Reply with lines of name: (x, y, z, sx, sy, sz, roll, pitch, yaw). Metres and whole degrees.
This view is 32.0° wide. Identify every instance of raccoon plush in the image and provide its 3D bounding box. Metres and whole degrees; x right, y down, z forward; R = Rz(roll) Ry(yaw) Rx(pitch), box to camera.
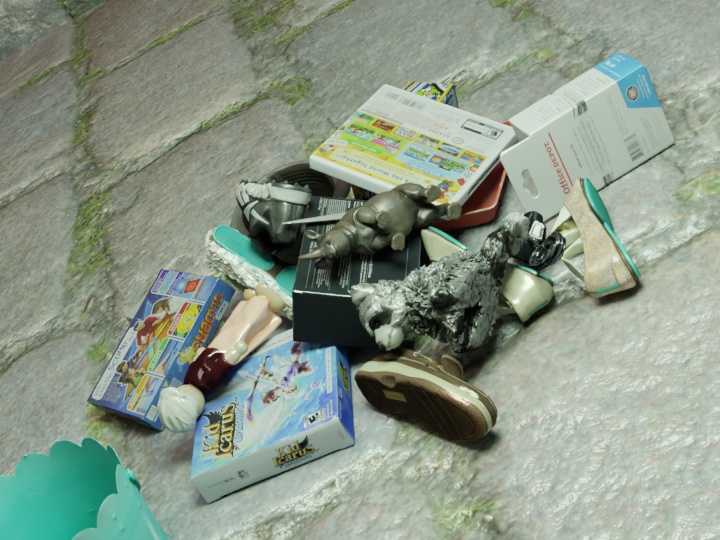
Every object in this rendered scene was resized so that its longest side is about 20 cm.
raccoon plush: (0.084, 0.014, 1.341, 0.134, 0.097, 0.200, 11, 39, 35)

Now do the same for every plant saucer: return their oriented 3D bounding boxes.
plant saucer: (0.108, -0.107, 1.628, 0.200, 0.037, 0.200, -12, 34, 27)

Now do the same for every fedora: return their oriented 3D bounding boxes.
fedora: (-0.080, -0.062, 1.671, 0.177, 0.090, 0.200, -36, 34, -8)

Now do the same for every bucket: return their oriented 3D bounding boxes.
bucket: (-0.305, 0.288, 1.300, 0.207, 0.135, 0.207, -21, 31, 14)

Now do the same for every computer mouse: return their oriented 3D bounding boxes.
computer mouse: (0.199, -0.028, 1.371, 0.059, 0.034, 0.200, -61, 8, 6)

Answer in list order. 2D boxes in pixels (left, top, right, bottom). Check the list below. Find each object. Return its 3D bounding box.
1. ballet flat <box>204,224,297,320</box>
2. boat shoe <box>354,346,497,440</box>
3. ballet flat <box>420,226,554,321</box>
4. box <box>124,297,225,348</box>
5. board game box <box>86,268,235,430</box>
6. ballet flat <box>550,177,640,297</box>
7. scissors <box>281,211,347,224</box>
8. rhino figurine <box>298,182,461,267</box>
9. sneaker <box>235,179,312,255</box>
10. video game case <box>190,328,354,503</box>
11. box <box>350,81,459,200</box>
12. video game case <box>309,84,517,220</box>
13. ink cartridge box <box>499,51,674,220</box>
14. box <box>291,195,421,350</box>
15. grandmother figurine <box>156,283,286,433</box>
ballet flat: (-0.112, 0.016, 1.561, 0.200, 0.072, 0.072, 35, 61, 13)
boat shoe: (0.077, 0.114, 1.289, 0.075, 0.075, 0.202, -38, 30, -25)
ballet flat: (0.127, 0.007, 1.404, 0.069, 0.070, 0.200, -42, 40, -20)
box: (-0.240, 0.075, 1.658, 0.200, 0.039, 0.041, 10, 49, 48)
board game box: (-0.253, 0.095, 1.586, 0.135, 0.034, 0.200, 8, 65, 48)
ballet flat: (0.246, -0.037, 1.374, 0.067, 0.068, 0.200, -31, 27, 14)
scissors: (0.010, -0.065, 1.484, 0.200, 0.014, 0.073, -16, 42, -28)
rhino figurine: (0.012, -0.048, 1.410, 0.200, 0.060, 0.087, -26, 18, -30)
sneaker: (-0.118, -0.065, 1.556, 0.200, 0.066, 0.091, -171, 90, -68)
video game case: (-0.099, 0.150, 1.417, 0.181, 0.045, 0.200, -25, 31, 12)
box: (0.059, -0.167, 1.650, 0.070, 0.064, 0.200, 8, 45, 30)
video game case: (0.068, -0.151, 1.561, 0.200, 0.023, 0.182, 23, 49, 23)
ink cartridge box: (0.257, -0.155, 1.487, 0.200, 0.116, 0.067, -31, 30, -2)
box: (0.000, 0.000, 1.469, 0.141, 0.079, 0.200, 3, 36, 3)
grandmother figurine: (-0.163, 0.104, 1.447, 0.200, 0.061, 0.121, -53, 8, -28)
